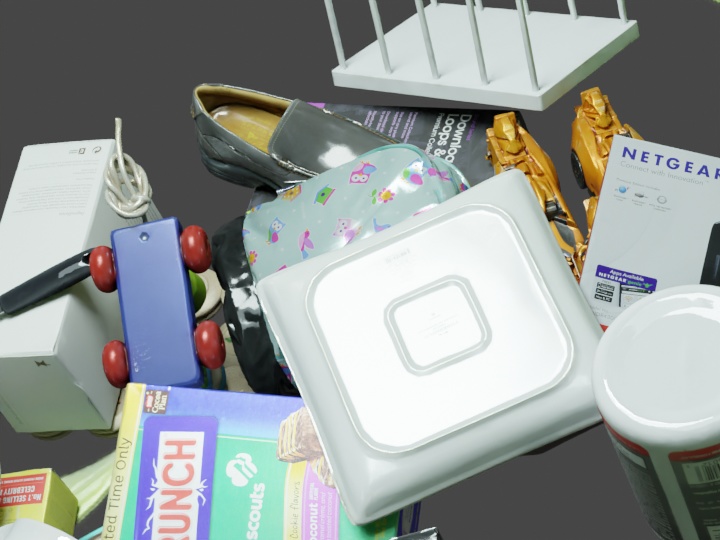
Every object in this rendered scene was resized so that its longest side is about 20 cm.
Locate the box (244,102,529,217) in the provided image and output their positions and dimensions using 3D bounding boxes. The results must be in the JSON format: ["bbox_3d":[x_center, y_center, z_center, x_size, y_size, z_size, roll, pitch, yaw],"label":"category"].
[{"bbox_3d":[0.017,-0.064,1.694,0.199,0.036,0.143,4,55,23],"label":"box"}]

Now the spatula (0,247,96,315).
[{"bbox_3d":[-0.273,0.029,1.582,0.199,0.021,0.057,-24,62,-2],"label":"spatula"}]

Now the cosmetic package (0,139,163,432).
[{"bbox_3d":[-0.221,0.011,1.662,0.085,0.108,0.200,-3,52,20],"label":"cosmetic package"}]

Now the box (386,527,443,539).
[{"bbox_3d":[0.059,0.279,1.320,0.044,0.160,0.200,-16,48,11],"label":"box"}]

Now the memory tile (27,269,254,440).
[{"bbox_3d":[-0.158,0.061,1.678,0.199,0.017,0.154,-4,52,19],"label":"memory tile"}]

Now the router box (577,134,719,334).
[{"bbox_3d":[0.246,0.013,1.482,0.199,0.049,0.180,13,59,5],"label":"router box"}]

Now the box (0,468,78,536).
[{"bbox_3d":[-0.252,0.239,1.551,0.075,0.050,0.200,-8,51,17],"label":"box"}]

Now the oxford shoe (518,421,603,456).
[{"bbox_3d":[0.142,0.080,1.508,0.199,0.073,0.071,-16,62,-14],"label":"oxford shoe"}]

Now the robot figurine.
[{"bbox_3d":[0.166,-0.037,1.584,0.145,0.058,0.200,-17,52,-7],"label":"robot figurine"}]

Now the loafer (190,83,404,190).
[{"bbox_3d":[-0.046,-0.095,1.673,0.199,0.072,0.073,10,57,28],"label":"loafer"}]

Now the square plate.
[{"bbox_3d":[0.050,0.042,1.434,0.199,0.028,0.199,-24,60,-1],"label":"square plate"}]

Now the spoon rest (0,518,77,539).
[{"bbox_3d":[-0.238,0.198,1.464,0.200,0.061,0.099,-12,25,49],"label":"spoon rest"}]

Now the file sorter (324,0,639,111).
[{"bbox_3d":[0.085,-0.214,1.682,0.200,0.125,0.139,11,36,38],"label":"file sorter"}]

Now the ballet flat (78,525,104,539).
[{"bbox_3d":[-0.108,0.177,1.544,0.200,0.068,0.067,-33,68,2],"label":"ballet flat"}]

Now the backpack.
[{"bbox_3d":[0.000,0.000,1.569,0.199,0.127,0.167,-24,65,13],"label":"backpack"}]

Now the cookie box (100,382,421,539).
[{"bbox_3d":[-0.066,0.170,1.463,0.199,0.075,0.172,4,74,13],"label":"cookie box"}]

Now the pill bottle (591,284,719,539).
[{"bbox_3d":[0.219,0.109,1.364,0.115,0.200,0.116,-11,51,14],"label":"pill bottle"}]

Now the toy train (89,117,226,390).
[{"bbox_3d":[-0.141,-0.001,1.590,0.084,0.116,0.201,-12,74,7],"label":"toy train"}]
